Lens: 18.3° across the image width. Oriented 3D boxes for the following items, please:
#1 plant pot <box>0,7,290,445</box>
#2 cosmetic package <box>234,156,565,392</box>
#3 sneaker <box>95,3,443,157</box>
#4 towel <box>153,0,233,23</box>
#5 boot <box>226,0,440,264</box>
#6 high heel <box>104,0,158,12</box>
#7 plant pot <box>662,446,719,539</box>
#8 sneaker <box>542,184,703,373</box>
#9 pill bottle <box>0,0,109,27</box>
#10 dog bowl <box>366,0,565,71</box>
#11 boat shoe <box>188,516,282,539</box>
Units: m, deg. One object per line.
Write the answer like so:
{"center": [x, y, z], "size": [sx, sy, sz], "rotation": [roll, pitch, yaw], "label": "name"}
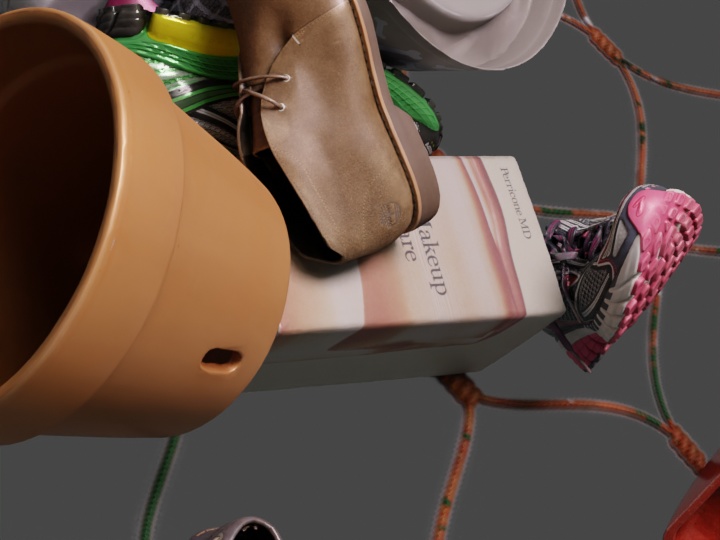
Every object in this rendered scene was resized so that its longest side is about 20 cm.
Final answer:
{"center": [-0.129, -0.005, 1.043], "size": [0.140, 0.200, 0.200], "rotation": [24, 38, -44], "label": "plant pot"}
{"center": [0.000, 0.000, 1.190], "size": [0.200, 0.087, 0.103], "rotation": [-4, 68, -41], "label": "cosmetic package"}
{"center": [-0.051, -0.083, 1.185], "size": [0.200, 0.078, 0.085], "rotation": [9, 92, -22], "label": "sneaker"}
{"center": [-0.035, -0.188, 1.299], "size": [0.200, 0.166, 0.086], "rotation": [-24, 73, -47], "label": "towel"}
{"center": [-0.035, -0.097, 1.099], "size": [0.075, 0.074, 0.200], "rotation": [-32, 99, -33], "label": "boot"}
{"center": [-0.056, -0.100, 1.242], "size": [0.200, 0.096, 0.067], "rotation": [5, 14, -33], "label": "high heel"}
{"center": [0.317, 0.109, 1.278], "size": [0.200, 0.200, 0.176], "rotation": [37, 26, -2], "label": "plant pot"}
{"center": [0.128, -0.001, 1.241], "size": [0.075, 0.200, 0.081], "rotation": [38, 70, 4], "label": "sneaker"}
{"center": [-0.202, -0.217, 1.240], "size": [0.109, 0.109, 0.200], "rotation": [-16, 64, -46], "label": "pill bottle"}
{"center": [0.032, -0.199, 1.207], "size": [0.200, 0.059, 0.200], "rotation": [17, 67, -46], "label": "dog bowl"}
{"center": [-0.063, 0.191, 0.977], "size": [0.074, 0.073, 0.200], "rotation": [18, 43, -24], "label": "boat shoe"}
